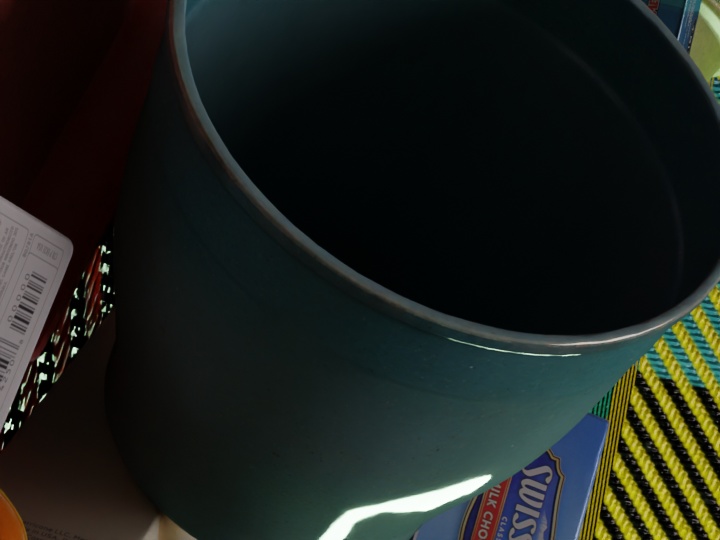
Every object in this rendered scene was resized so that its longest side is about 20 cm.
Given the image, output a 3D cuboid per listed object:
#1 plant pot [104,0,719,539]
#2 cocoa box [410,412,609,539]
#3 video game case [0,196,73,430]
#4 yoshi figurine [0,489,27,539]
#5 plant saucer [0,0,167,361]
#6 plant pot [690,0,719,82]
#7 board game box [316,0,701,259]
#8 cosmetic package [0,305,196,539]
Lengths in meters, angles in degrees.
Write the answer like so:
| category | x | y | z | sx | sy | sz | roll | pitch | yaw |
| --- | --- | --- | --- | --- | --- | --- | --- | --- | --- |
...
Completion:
| category | x | y | z | sx | sy | sz | roll | pitch | yaw |
| --- | --- | --- | --- | --- | --- | --- | --- | --- | --- |
| plant pot | 0.000 | 0.000 | 0.828 | 0.188 | 0.200 | 0.200 | -59 | -178 | 45 |
| cocoa box | 0.010 | 0.126 | 1.104 | 0.200 | 0.131 | 0.134 | 133 | -23 | -68 |
| video game case | -0.156 | 0.060 | 0.643 | 0.201 | 0.023 | 0.182 | -68 | 160 | -7 |
| yoshi figurine | -0.162 | 0.090 | 0.493 | 0.200 | 0.112 | 0.113 | -11 | 122 | -54 |
| plant saucer | -0.094 | -0.107 | 0.773 | 0.200 | 0.037 | 0.200 | 89 | 20 | -51 |
| plant pot | 0.056 | -0.071 | 1.179 | 0.190 | 0.200 | 0.200 | -60 | 165 | -7 |
| board game box | 0.026 | -0.091 | 0.927 | 0.047 | 0.199 | 0.151 | -22 | 125 | -74 |
| cosmetic package | -0.093 | 0.098 | 0.912 | 0.200 | 0.071 | 0.105 | -58 | 159 | -52 |
